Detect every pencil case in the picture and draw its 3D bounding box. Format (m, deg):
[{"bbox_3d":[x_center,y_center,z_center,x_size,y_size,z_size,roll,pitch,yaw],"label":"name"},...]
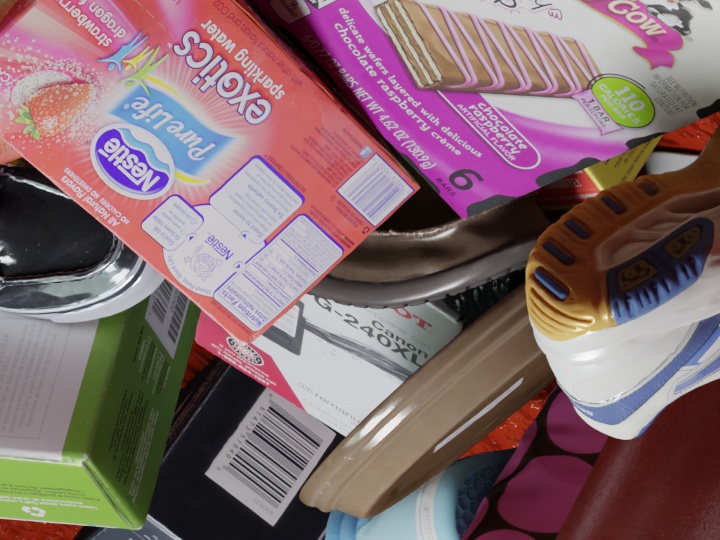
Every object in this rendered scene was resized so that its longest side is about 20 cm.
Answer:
[{"bbox_3d":[0.109,0.108,1.345,0.091,0.200,0.094,40,146,-15],"label":"pencil case"}]

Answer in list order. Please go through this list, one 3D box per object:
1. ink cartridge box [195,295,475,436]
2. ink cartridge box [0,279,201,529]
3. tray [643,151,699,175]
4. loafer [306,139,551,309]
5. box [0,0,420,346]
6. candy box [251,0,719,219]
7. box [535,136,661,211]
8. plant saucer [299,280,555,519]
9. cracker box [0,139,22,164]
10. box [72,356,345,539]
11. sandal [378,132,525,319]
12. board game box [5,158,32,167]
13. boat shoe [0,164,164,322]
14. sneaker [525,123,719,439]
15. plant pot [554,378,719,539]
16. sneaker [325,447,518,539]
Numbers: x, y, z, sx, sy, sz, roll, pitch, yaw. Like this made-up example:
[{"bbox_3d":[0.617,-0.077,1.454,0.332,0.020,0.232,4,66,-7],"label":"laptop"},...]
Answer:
[{"bbox_3d":[0.000,0.000,1.431,0.145,0.084,0.200,32,156,10],"label":"ink cartridge box"},{"bbox_3d":[-0.189,0.036,1.397,0.199,0.148,0.076,2,150,21],"label":"ink cartridge box"},{"bbox_3d":[0.211,0.002,1.231,0.199,0.022,0.108,11,147,44],"label":"tray"},{"bbox_3d":[-0.003,-0.026,1.260,0.199,0.073,0.071,1,102,40],"label":"loafer"},{"bbox_3d":[-0.082,-0.074,1.148,0.200,0.103,0.095,42,-172,-43],"label":"box"},{"bbox_3d":[0.073,-0.110,1.099,0.136,0.061,0.200,44,138,-21],"label":"candy box"},{"bbox_3d":[0.040,-0.110,1.218,0.075,0.050,0.200,-1,137,51],"label":"box"},{"bbox_3d":[0.057,0.047,1.301,0.030,0.200,0.200,51,157,8],"label":"plant saucer"},{"bbox_3d":[-0.117,-0.153,1.175,0.058,0.133,0.201,50,155,49],"label":"cracker box"},{"bbox_3d":[-0.078,0.130,1.696,0.104,0.148,0.200,37,157,-5],"label":"box"},{"bbox_3d":[0.020,-0.073,1.299,0.075,0.045,0.201,-19,104,54],"label":"sandal"},{"bbox_3d":[-0.169,-0.095,1.466,0.199,0.096,0.030,13,158,41],"label":"board game box"},{"bbox_3d":[-0.182,-0.020,1.328,0.199,0.072,0.068,9,179,26],"label":"boat shoe"},{"bbox_3d":[0.155,-0.010,1.090,0.075,0.199,0.088,58,171,48],"label":"sneaker"},{"bbox_3d":[0.177,0.092,1.173,0.200,0.196,0.201,29,156,15],"label":"plant pot"},{"bbox_3d":[0.062,0.124,1.466,0.130,0.080,0.199,-17,168,40],"label":"sneaker"}]
